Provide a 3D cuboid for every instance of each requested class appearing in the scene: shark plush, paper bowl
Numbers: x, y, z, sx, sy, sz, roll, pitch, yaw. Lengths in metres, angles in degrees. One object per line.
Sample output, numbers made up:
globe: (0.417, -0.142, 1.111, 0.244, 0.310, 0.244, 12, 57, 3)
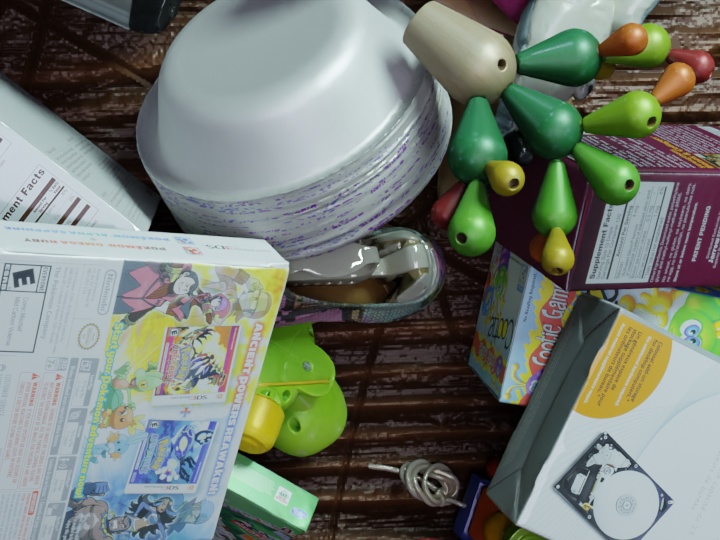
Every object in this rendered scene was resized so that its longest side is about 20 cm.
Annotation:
shark plush: (0.127, -0.133, 0.813, 0.091, 0.083, 0.201, 13, 95, -13)
paper bowl: (-0.049, -0.110, 0.794, 0.200, 0.201, 0.104, -27, 136, -2)

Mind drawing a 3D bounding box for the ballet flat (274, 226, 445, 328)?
ballet flat: (0.000, 0.000, 0.848, 0.200, 0.071, 0.069, -6, 75, -39)

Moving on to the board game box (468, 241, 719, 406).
board game box: (0.195, 0.050, 0.911, 0.199, 0.105, 0.103, 10, 99, -9)

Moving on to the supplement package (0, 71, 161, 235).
supplement package: (-0.253, -0.042, 0.792, 0.200, 0.191, 0.147, 38, 94, -11)

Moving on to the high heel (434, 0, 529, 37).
high heel: (0.037, -0.185, 0.787, 0.199, 0.067, 0.096, -16, 101, -30)

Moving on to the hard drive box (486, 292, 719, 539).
hard drive box: (0.211, 0.129, 0.829, 0.199, 0.077, 0.156, 25, 92, -12)

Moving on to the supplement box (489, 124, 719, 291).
supplement box: (0.202, -0.047, 0.858, 0.199, 0.110, 0.086, -2, 114, -26)

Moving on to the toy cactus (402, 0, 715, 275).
toy cactus: (0.098, -0.095, 0.726, 0.165, 0.102, 0.200, 41, 78, 13)

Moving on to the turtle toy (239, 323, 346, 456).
turtle toy: (-0.086, 0.062, 0.871, 0.200, 0.101, 0.146, 35, 54, -21)

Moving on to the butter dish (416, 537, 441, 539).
butter dish: (0.041, 0.271, 0.909, 0.199, 0.199, 0.148, 20, 73, -10)

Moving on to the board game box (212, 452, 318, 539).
board game box: (-0.144, 0.141, 0.874, 0.200, 0.135, 0.029, 32, 55, -12)

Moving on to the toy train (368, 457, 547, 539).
toy train: (0.106, 0.191, 0.915, 0.199, 0.116, 0.085, 18, 93, -10)

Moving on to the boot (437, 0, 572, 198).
boot: (0.147, -0.143, 0.896, 0.174, 0.066, 0.201, 3, 99, 4)

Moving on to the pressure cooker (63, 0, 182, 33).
pressure cooker: (-0.182, -0.263, 0.768, 0.199, 0.176, 0.179, 22, 125, -8)

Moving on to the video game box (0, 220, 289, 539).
video game box: (-0.151, 0.071, 0.721, 0.182, 0.047, 0.201, 5, 114, -30)
